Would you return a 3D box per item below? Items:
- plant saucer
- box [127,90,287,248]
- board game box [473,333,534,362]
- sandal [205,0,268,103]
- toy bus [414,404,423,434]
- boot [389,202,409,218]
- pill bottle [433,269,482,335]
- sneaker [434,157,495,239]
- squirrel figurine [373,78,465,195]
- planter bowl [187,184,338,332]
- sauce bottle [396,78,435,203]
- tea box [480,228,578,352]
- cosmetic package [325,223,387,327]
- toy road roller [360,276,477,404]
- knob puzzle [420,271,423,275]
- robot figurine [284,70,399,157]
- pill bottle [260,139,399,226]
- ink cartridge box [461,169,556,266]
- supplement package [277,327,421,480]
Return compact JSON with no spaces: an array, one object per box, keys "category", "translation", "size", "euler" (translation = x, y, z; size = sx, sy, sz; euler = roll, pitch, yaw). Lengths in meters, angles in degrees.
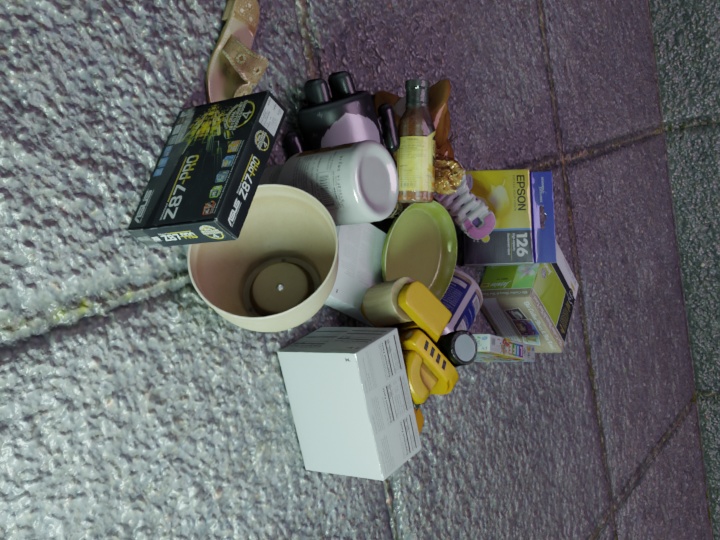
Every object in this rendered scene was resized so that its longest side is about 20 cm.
[{"category":"plant saucer","translation":[0.097,-0.024,1.444],"size":[0.200,0.031,0.200],"euler":[-11,105,-46]},{"category":"box","translation":[-0.192,-0.127,1.054],"size":[0.049,0.161,0.200],"euler":[42,55,-43]},{"category":"board game box","translation":[0.243,0.155,1.650],"size":[0.200,0.134,0.034],"euler":[17,73,-52]},{"category":"sandal","translation":[-0.163,-0.309,1.189],"size":[0.078,0.070,0.212],"euler":[24,67,-50]},{"category":"toy bus","translation":[0.042,0.222,1.412],"size":[0.200,0.078,0.065],"euler":[57,43,-34]},{"category":"boot","translation":[0.047,-0.117,1.402],"size":[0.075,0.074,0.200],"euler":[50,27,-11]},{"category":"pill bottle","translation":[0.140,0.097,1.529],"size":[0.200,0.116,0.116],"euler":[-53,128,-42]},{"category":"sneaker","translation":[0.185,-0.150,1.658],"size":[0.080,0.088,0.200],"euler":[-37,102,-2]},{"category":"squirrel figurine","translation":[0.118,-0.214,1.503],"size":[0.187,0.141,0.200],"euler":[60,23,-48]},{"category":"planter bowl","translation":[-0.121,0.003,1.139],"size":[0.135,0.200,0.201],"euler":[77,26,-61]},{"category":"sauce bottle","translation":[0.092,-0.211,1.364],"size":[0.066,0.066,0.200],"euler":[-3,96,-54]},{"category":"tea box","translation":[0.373,0.048,1.841],"size":[0.200,0.133,0.197],"euler":[54,46,-36]},{"category":"cosmetic package","translation":[0.000,0.000,1.401],"size":[0.200,0.052,0.151],"euler":[30,62,-49]},{"category":"toy road roller","translation":[0.075,0.122,1.319],"size":[0.200,0.123,0.146],"euler":[48,57,-17]},{"category":"knob puzzle","translation":[0.106,-0.095,1.570],"size":[0.220,0.030,0.220],"euler":[39,43,-48]},{"category":"robot figurine","translation":[-0.027,-0.210,1.319],"size":[0.125,0.150,0.200],"euler":[-45,123,-62]},{"category":"pill bottle","translation":[-0.055,-0.120,1.210],"size":[0.114,0.200,0.115],"euler":[8,80,-53]},{"category":"ink cartridge box","translation":[0.308,-0.110,1.728],"size":[0.047,0.200,0.198],"euler":[69,18,-86]},{"category":"supplement package","translation":[-0.016,0.198,1.268],"size":[0.111,0.156,0.200],"euler":[-25,107,-50]}]
